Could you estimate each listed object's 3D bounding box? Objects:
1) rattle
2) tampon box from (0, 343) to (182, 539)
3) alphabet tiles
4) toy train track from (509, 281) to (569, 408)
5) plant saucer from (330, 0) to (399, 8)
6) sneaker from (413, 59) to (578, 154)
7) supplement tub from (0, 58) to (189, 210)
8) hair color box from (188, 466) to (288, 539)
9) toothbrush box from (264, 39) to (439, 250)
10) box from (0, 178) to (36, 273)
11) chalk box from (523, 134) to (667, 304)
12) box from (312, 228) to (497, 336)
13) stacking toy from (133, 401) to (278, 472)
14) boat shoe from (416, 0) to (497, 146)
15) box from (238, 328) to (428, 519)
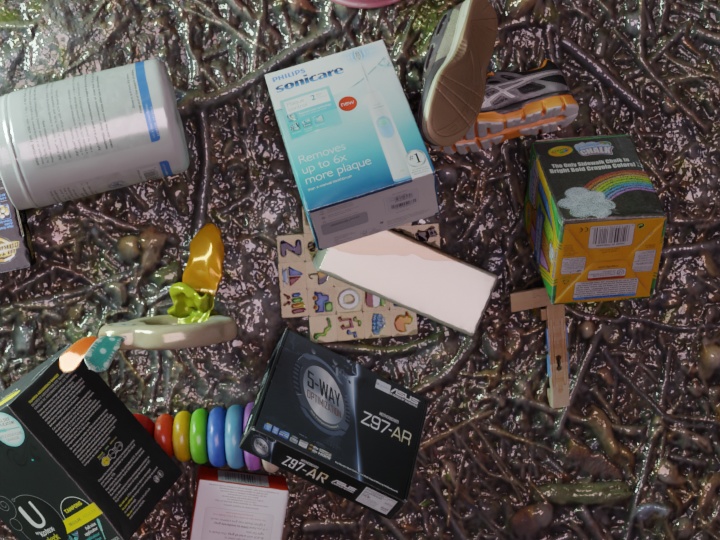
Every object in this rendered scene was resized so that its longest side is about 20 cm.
[{"bbox_3d":[-0.240,0.032,1.381,0.198,0.130,0.144,-3,111,-29],"label":"rattle"},{"bbox_3d":[-0.336,0.217,1.384,0.149,0.126,0.200,-32,102,36],"label":"tampon box"},{"bbox_3d":[0.000,0.000,1.482,0.198,0.006,0.168,-5,97,-5],"label":"alphabet tiles"},{"bbox_3d":[0.235,0.068,1.506,0.114,0.033,0.202,-9,104,-12],"label":"toy train track"},{"bbox_3d":[0.007,-0.405,1.410,0.198,0.051,0.203,-1,97,-7],"label":"plant saucer"},{"bbox_3d":[0.153,-0.194,1.448,0.198,0.078,0.078,-10,69,1],"label":"sneaker"},{"bbox_3d":[-0.300,-0.152,1.369,0.198,0.132,0.133,-13,98,-5],"label":"supplement tub"},{"bbox_3d":[-0.156,0.347,1.481,0.110,0.064,0.202,9,95,-8],"label":"hair color box"},{"bbox_3d":[-0.010,-0.142,1.372,0.145,0.086,0.201,-16,58,-3],"label":"toothbrush box"},{"bbox_3d":[-0.491,-0.081,1.399,0.198,0.050,0.200,-13,99,-5],"label":"box"},{"bbox_3d":[0.263,-0.074,1.425,0.124,0.201,0.125,-4,130,-4],"label":"chalk box"},{"bbox_3d":[0.051,-0.001,1.438,0.199,0.095,0.078,23,94,-10],"label":"box"},{"bbox_3d":[-0.194,0.199,1.456,0.198,0.085,0.086,-2,97,1],"label":"stacking toy"},{"bbox_3d":[0.102,-0.224,1.403,0.072,0.065,0.201,33,63,-33],"label":"boat shoe"},{"bbox_3d":[-0.027,0.178,1.430,0.199,0.161,0.044,27,133,-8],"label":"box"}]
